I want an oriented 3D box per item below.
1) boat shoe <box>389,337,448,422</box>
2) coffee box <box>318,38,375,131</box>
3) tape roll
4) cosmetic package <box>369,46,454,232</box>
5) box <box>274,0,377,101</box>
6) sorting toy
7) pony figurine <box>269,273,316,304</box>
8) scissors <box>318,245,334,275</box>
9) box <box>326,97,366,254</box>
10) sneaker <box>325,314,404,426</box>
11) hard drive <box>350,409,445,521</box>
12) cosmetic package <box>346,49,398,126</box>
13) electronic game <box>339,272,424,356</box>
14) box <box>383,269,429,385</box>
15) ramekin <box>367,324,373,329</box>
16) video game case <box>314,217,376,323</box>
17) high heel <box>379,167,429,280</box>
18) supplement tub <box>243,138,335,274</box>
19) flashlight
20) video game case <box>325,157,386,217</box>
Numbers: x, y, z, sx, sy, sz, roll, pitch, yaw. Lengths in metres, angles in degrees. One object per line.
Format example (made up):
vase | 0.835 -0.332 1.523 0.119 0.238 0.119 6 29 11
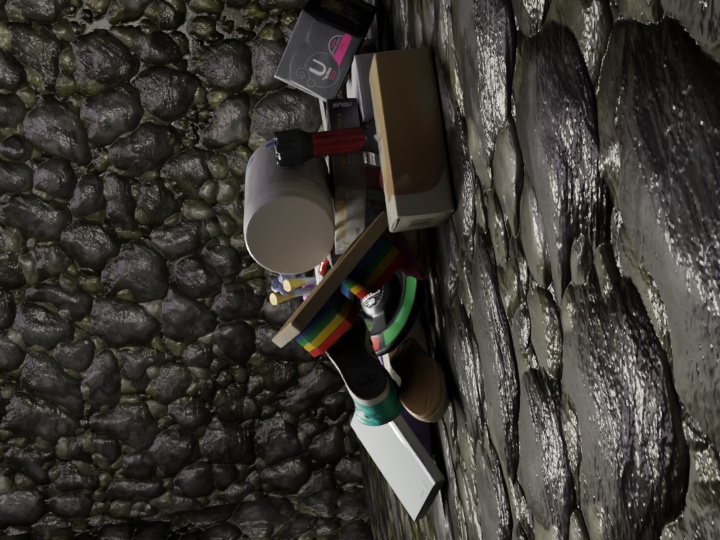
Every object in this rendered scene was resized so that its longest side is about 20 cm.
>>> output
boat shoe | 0.094 0.163 1.298 0.065 0.072 0.200 45 -175 -20
coffee box | -0.018 -0.310 1.625 0.080 0.112 0.201 89 174 -53
tape roll | 0.074 0.243 1.620 0.200 0.065 0.202 173 90 -85
cosmetic package | 0.059 -0.156 1.117 0.105 0.071 0.201 106 157 -80
box | -0.052 -0.371 1.483 0.200 0.106 0.123 -74 11 -59
sorting toy | -0.024 0.033 1.284 0.070 0.200 0.199 40 164 -3
pony figurine | -0.058 0.031 1.654 0.193 0.199 0.168 33 123 43
scissors | -0.045 -0.033 1.340 0.200 0.014 0.074 151 133 -83
box | -0.023 -0.141 1.417 0.200 0.048 0.159 92 173 -63
sneaker | 0.010 0.155 1.364 0.200 0.083 0.121 -115 1 -51
hard drive | 0.057 0.294 1.503 0.200 0.026 0.132 54 146 29
cosmetic package | 0.022 -0.269 1.435 0.200 0.074 0.102 146 116 -86
electronic game | 0.029 0.035 1.433 0.200 0.041 0.201 -22 61 47
box | 0.063 0.082 1.490 0.082 0.068 0.201 91 171 -61
ramekin | 0.015 0.022 1.827 0.200 0.097 0.201 173 90 -86
video game case | 0.000 0.000 1.572 0.023 0.199 0.183 -12 83 43
high heel | 0.072 -0.084 1.269 0.096 0.067 0.201 40 133 38
supplement tub | -0.105 -0.099 1.346 0.200 0.131 0.133 -98 3 -57
flashlight | -0.020 -0.181 1.285 0.068 0.199 0.068 89 171 -49
video game case | 0.000 -0.093 1.620 0.017 0.142 0.201 -12 77 44
